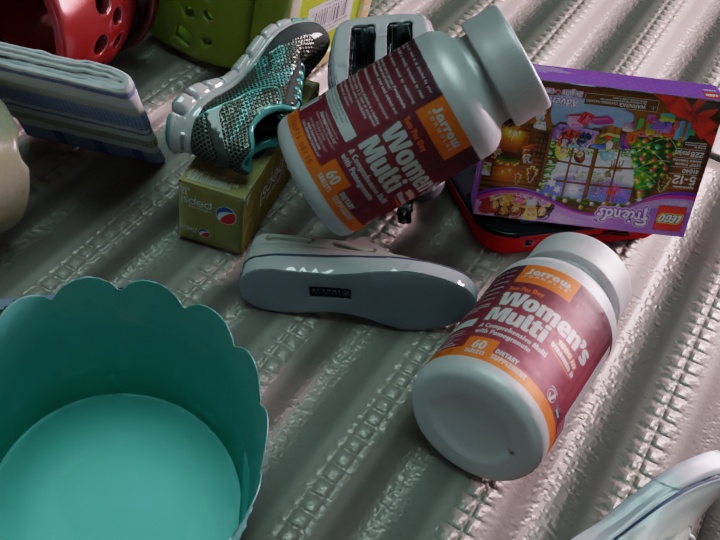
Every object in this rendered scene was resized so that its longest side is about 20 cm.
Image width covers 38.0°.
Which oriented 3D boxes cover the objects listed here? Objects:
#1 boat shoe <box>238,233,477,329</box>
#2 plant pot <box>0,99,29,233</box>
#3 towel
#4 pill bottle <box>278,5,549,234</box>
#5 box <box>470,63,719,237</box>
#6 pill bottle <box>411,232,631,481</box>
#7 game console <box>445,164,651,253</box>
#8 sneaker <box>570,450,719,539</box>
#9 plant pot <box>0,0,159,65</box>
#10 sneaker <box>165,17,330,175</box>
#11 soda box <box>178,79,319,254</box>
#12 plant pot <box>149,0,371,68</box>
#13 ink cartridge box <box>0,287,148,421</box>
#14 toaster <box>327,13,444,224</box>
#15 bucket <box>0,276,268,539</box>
[{"bbox_3d":[0.000,0.000,0.885,0.199,0.071,0.070,4,46,4],"label":"boat shoe"},{"bbox_3d":[-0.377,-0.074,0.827,0.200,0.201,0.183,36,38,26],"label":"plant pot"},{"bbox_3d":[-0.252,-0.145,0.913,0.146,0.200,0.024,13,78,1],"label":"towel"},{"bbox_3d":[0.043,-0.121,0.838,0.199,0.110,0.110,-29,45,11],"label":"pill bottle"},{"bbox_3d":[0.208,-0.107,0.933,0.199,0.137,0.039,6,33,-2],"label":"box"},{"bbox_3d":[0.132,0.059,0.810,0.109,0.110,0.200,27,46,19],"label":"pill bottle"},{"bbox_3d":[0.183,-0.089,1.033,0.199,0.031,0.177,-6,45,-16],"label":"game console"},{"bbox_3d":[0.193,0.197,0.713,0.199,0.073,0.071,-29,63,-22],"label":"sneaker"},{"bbox_3d":[-0.313,-0.280,1.030,0.200,0.201,0.183,24,43,15],"label":"plant pot"},{"bbox_3d":[-0.079,-0.150,0.929,0.091,0.078,0.200,31,57,18],"label":"sneaker"},{"bbox_3d":[-0.101,-0.107,0.977,0.064,0.068,0.200,17,43,9],"label":"soda box"},{"bbox_3d":[-0.094,-0.319,1.117,0.181,0.199,0.200,39,50,20],"label":"plant pot"},{"bbox_3d":[-0.234,0.070,0.791,0.199,0.042,0.120,-3,45,-15],"label":"ink cartridge box"},{"bbox_3d":[0.025,-0.153,0.992,0.113,0.130,0.201,-4,43,7],"label":"toaster"},{"bbox_3d":[-0.157,0.124,0.651,0.206,0.135,0.208,5,55,-7],"label":"bucket"}]
